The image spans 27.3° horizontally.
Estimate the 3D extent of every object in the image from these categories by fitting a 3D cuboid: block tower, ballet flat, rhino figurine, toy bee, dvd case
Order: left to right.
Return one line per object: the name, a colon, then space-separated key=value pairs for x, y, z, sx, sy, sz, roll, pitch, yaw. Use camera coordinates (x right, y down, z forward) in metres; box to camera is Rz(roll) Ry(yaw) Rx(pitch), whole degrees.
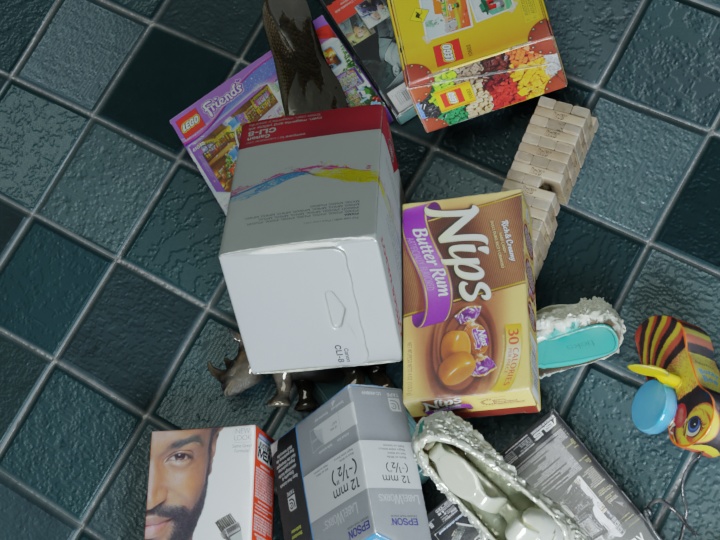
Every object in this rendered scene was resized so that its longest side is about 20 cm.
rhino figurine: x=-0.061 y=0.088 z=1.410 sx=0.198 sy=0.060 sz=0.089 roll=-3 pitch=76 yaw=28
ballet flat: x=-0.061 y=-0.197 z=1.509 sx=0.067 sy=0.046 sz=0.202 roll=-9 pitch=69 yaw=-22
dvd case: x=0.052 y=-0.267 z=1.557 sx=0.145 sy=0.022 sz=0.201 roll=-33 pitch=63 yaw=2
ballet flat: x=0.115 y=0.201 z=1.241 sx=0.200 sy=0.072 sz=0.072 roll=42 pitch=84 yaw=10
ballet flat: x=0.148 y=0.070 z=1.381 sx=0.197 sy=0.072 sz=0.073 roll=-14 pitch=66 yaw=8
block tower: x=0.168 y=-0.071 z=1.426 sx=0.053 sy=0.058 sz=0.202 roll=18 pitch=74 yaw=21
toy bee: x=0.297 y=0.120 z=1.281 sx=0.109 sy=0.130 sz=0.202 roll=-38 pitch=62 yaw=45

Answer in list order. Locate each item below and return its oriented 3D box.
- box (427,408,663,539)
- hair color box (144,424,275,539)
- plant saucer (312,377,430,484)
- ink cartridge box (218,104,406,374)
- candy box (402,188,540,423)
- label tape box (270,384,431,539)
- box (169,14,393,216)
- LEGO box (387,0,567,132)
box: x=0.147 y=0.247 z=1.310 sx=0.199 sy=0.050 sz=0.158 roll=-40 pitch=64 yaw=-1
hair color box: x=-0.142 y=0.252 z=1.386 sx=0.109 sy=0.064 sz=0.203 roll=-6 pitch=67 yaw=15
plant saucer: x=0.002 y=0.125 z=1.419 sx=0.070 sy=0.019 sz=0.200 roll=-38 pitch=63 yaw=-1
ink cartridge box: x=-0.036 y=-0.028 z=1.350 sx=0.143 sy=0.147 sz=0.201 roll=-6 pitch=39 yaw=8
candy box: x=0.098 y=0.031 z=1.336 sx=0.115 sy=0.057 sz=0.202 roll=-7 pitch=62 yaw=15
label tape box: x=-0.008 y=0.222 z=1.315 sx=0.143 sy=0.065 sz=0.202 roll=-39 pitch=51 yaw=45
box: x=-0.083 y=-0.155 z=1.541 sx=0.199 sy=0.039 sz=0.138 roll=-34 pitch=64 yaw=1
LEGO box: x=0.107 y=-0.256 z=1.464 sx=0.147 sy=0.077 sz=0.202 roll=-17 pitch=56 yaw=10
